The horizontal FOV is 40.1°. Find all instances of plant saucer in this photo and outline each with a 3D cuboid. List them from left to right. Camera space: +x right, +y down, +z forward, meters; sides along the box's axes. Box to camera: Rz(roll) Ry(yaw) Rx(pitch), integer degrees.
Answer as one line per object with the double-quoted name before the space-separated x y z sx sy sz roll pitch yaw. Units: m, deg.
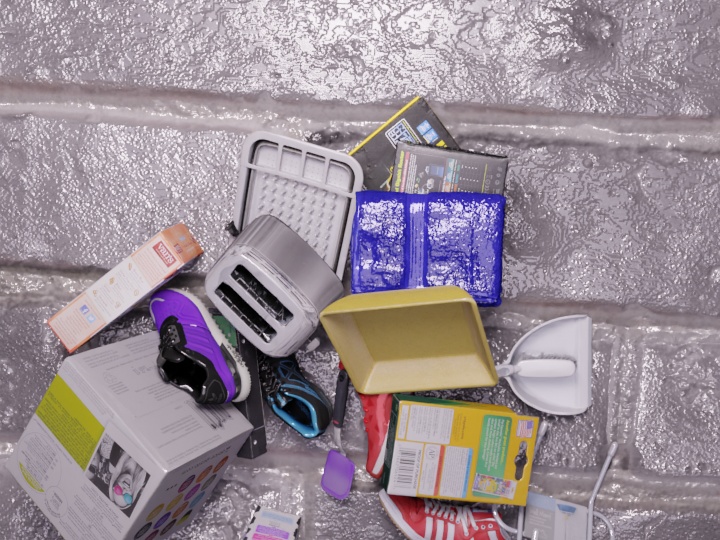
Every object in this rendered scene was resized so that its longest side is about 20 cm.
"plant saucer" 0.067 0.084 1.267 0.196 0.049 0.201 -6 142 14

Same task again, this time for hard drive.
"hard drive" -0.198 0.153 1.372 0.138 0.038 0.204 -1 100 38

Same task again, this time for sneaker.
"sneaker" -0.235 0.099 1.299 0.200 0.099 0.070 45 123 25
"sneaker" -0.115 0.151 1.379 0.200 0.082 0.073 44 100 -2
"sneaker" 0.016 0.182 1.394 0.114 0.078 0.203 19 92 12
"sneaker" 0.126 0.350 1.402 0.200 0.071 0.113 42 101 -11

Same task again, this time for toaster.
"toaster" -0.119 0.017 1.293 0.200 0.129 0.113 46 115 -6

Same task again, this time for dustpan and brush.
"dustpan and brush" 0.228 0.136 1.373 0.196 0.057 0.142 -2 98 3

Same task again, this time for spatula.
"spatula" -0.029 0.230 1.389 0.056 0.020 0.203 24 121 39

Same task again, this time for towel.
"towel" 0.085 -0.025 1.252 0.196 0.050 0.151 1 99 3

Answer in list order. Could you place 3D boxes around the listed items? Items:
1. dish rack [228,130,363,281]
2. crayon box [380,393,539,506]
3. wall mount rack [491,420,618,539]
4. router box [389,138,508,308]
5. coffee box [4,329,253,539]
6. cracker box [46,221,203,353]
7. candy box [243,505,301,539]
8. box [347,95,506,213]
"dish rack" -0.086 -0.083 1.339 0.169 0.044 0.203 16 114 8
"crayon box" 0.134 0.244 1.340 0.196 0.052 0.128 8 94 -10
"wall mount rack" 0.288 0.318 1.384 0.197 0.075 0.176 18 61 -14
"router box" 0.105 -0.062 1.302 0.147 0.062 0.204 9 99 1
"coffee box" -0.301 0.232 1.294 0.200 0.199 0.199 42 113 16
"cracker box" -0.316 0.020 1.342 0.199 0.134 0.058 -38 95 7
"candy box" -0.142 0.445 1.361 0.070 0.200 0.171 13 99 1
"box" 0.080 -0.111 1.352 0.159 0.049 0.201 -37 95 5
